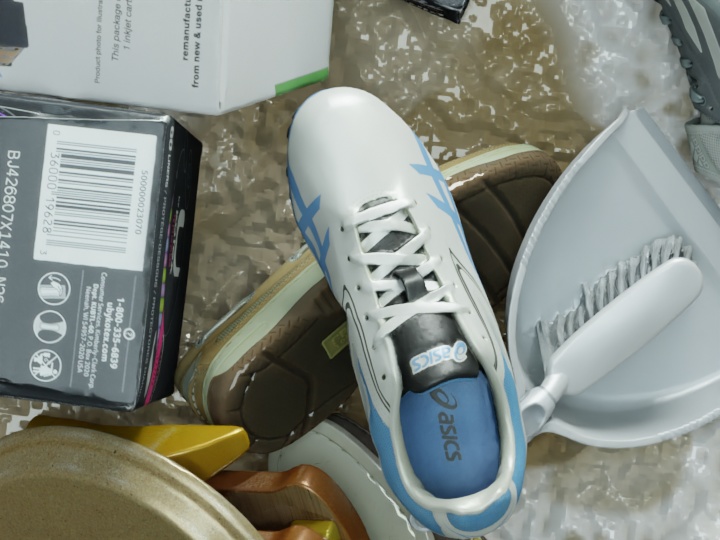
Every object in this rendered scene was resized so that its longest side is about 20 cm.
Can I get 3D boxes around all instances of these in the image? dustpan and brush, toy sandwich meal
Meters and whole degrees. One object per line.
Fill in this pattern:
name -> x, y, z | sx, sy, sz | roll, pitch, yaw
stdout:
dustpan and brush -> 0.094, 0.042, 1.194 | 0.200, 0.057, 0.140 | -40, 107, -2
toy sandwich meal -> -0.085, 0.134, 1.188 | 0.204, 0.070, 0.206 | 18, 130, 22

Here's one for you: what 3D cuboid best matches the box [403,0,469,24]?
box -> -0.005, -0.243, 1.220 | 0.198, 0.050, 0.201 | 23, 90, 0

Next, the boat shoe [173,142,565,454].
boat shoe -> 0.000, 0.000, 1.210 | 0.200, 0.076, 0.072 | -33, 121, -19

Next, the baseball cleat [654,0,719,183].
baseball cleat -> 0.155, -0.104, 1.209 | 0.200, 0.070, 0.107 | 44, 124, 20

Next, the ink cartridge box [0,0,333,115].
ink cartridge box -> -0.126, -0.124, 1.147 | 0.199, 0.145, 0.084 | 8, 102, 17

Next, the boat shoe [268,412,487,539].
boat shoe -> 0.034, 0.144, 1.214 | 0.072, 0.059, 0.200 | -40, 87, 34

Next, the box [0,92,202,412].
box -> -0.129, -0.008, 1.145 | 0.106, 0.200, 0.123 | 7, 90, 0

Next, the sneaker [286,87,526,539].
sneaker -> 0.023, 0.015, 1.130 | 0.072, 0.072, 0.201 | -19, 88, -12
